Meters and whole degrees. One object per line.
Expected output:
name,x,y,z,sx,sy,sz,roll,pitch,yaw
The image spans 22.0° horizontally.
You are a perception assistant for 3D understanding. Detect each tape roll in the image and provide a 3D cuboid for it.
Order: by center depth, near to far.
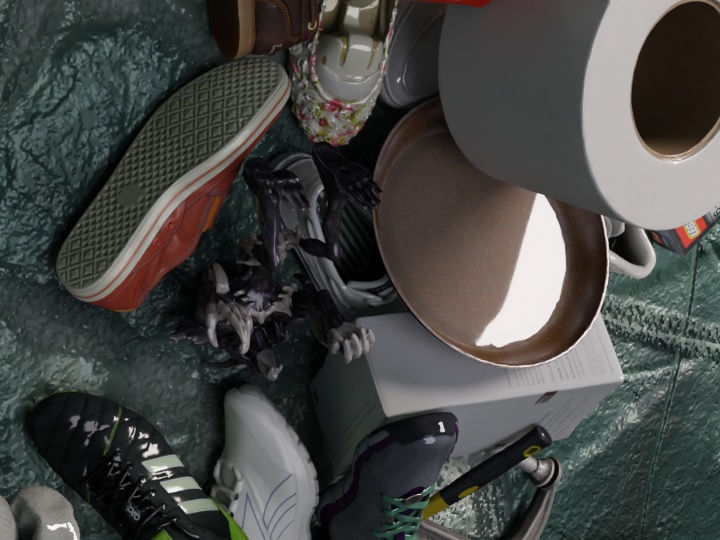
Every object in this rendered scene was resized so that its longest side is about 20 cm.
tape roll,0.169,-0.141,1.238,0.201,0.139,0.205,-15,114,-36

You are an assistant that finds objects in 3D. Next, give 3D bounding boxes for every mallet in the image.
mallet,0.063,0.179,1.390,0.199,0.041,0.066,-29,135,14

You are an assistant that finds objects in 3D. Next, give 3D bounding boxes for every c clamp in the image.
c clamp,0.094,0.159,1.464,0.200,0.027,0.172,37,85,-38

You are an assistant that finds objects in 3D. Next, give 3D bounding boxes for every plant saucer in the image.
plant saucer,0.087,-0.026,1.300,0.198,0.032,0.202,11,68,-27

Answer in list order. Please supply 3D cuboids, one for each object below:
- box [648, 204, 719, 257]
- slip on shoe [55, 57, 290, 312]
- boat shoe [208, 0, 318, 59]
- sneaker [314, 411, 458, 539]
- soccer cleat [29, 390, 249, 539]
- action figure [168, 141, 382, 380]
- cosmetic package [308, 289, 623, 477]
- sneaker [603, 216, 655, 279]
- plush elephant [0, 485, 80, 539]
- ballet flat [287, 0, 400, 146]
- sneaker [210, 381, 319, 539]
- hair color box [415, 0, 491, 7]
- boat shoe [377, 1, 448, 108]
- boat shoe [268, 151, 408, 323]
box,0.250,-0.127,1.450,0.137,0.040,0.200,-45,127,-11
slip on shoe,-0.116,-0.056,1.209,0.201,0.074,0.061,-52,143,-4
boat shoe,-0.062,-0.234,1.172,0.070,0.070,0.202,-15,124,-22
sneaker,0.029,0.167,1.283,0.074,0.088,0.200,-8,157,-21
soccer cleat,-0.141,0.157,1.239,0.067,0.081,0.200,-41,111,12
action figure,-0.056,0.017,1.222,0.118,0.102,0.201,-5,137,-26
cosmetic package,0.075,0.080,1.341,0.198,0.082,0.113,-9,155,-24
sneaker,0.171,-0.071,1.389,0.075,0.087,0.200,-43,125,-10
plush elephant,-0.267,0.196,1.152,0.164,0.199,0.156,22,77,-31
ballet flat,-0.005,-0.176,1.236,0.075,0.064,0.202,5,106,-17
sneaker,-0.077,0.175,1.325,0.086,0.074,0.202,-18,117,-22
hair color box,0.036,-0.272,1.167,0.101,0.061,0.202,0,75,-34
boat shoe,0.090,-0.187,1.296,0.200,0.068,0.072,-43,127,-14
boat shoe,0.000,0.000,1.309,0.074,0.067,0.200,-50,128,-7
